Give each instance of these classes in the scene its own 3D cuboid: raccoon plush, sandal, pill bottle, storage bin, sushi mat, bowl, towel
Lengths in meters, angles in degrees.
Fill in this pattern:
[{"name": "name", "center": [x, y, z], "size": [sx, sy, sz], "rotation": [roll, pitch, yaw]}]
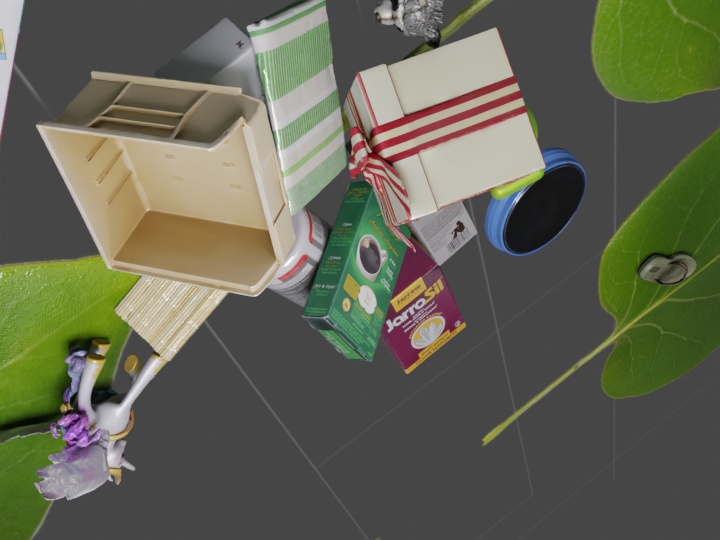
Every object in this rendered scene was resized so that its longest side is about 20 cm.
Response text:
[{"name": "raccoon plush", "center": [0.088, -0.335, 0.879], "size": [0.200, 0.134, 0.097], "rotation": [-44, 142, 2]}, {"name": "sandal", "center": [0.695, 0.007, 1.829], "size": [0.200, 0.057, 0.080], "rotation": [-2, 128, -41]}, {"name": "pill bottle", "center": [-0.066, -0.010, 1.077], "size": [0.114, 0.114, 0.200], "rotation": [-47, 143, 6]}, {"name": "storage bin", "center": [-0.183, -0.084, 0.824], "size": [0.201, 0.197, 0.094], "rotation": [81, 25, -47]}, {"name": "sushi mat", "center": [-0.207, 0.008, 0.996], "size": [0.200, 0.096, 0.012], "rotation": [-49, 179, 8]}, {"name": "bowl", "center": [0.299, -0.111, 1.371], "size": [0.200, 0.039, 0.201], "rotation": [-24, 139, -23]}, {"name": "towel", "center": [-0.063, -0.182, 0.881], "size": [0.153, 0.023, 0.201], "rotation": [-51, 139, -53]}]

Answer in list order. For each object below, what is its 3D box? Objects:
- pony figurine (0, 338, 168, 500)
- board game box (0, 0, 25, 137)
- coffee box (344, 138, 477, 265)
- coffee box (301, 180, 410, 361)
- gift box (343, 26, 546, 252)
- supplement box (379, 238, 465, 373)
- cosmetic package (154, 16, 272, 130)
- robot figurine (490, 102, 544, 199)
[{"name": "pony figurine", "center": [-0.341, 0.191, 1.016], "size": [0.193, 0.166, 0.201], "rotation": [4, 108, -53]}, {"name": "board game box", "center": [-0.369, -0.198, 0.678], "size": [0.152, 0.040, 0.201], "rotation": [-2, 127, -41]}, {"name": "coffee box", "center": [0.073, -0.109, 1.106], "size": [0.080, 0.113, 0.200], "rotation": [-41, 142, -2]}, {"name": "coffee box", "center": [0.000, 0.000, 1.033], "size": [0.123, 0.044, 0.201], "rotation": [48, 52, -47]}, {"name": "gift box", "center": [0.081, -0.136, 0.906], "size": [0.186, 0.201, 0.185], "rotation": [-19, 177, -5]}, {"name": "supplement box", "center": [0.069, 0.048, 1.266], "size": [0.131, 0.103, 0.200], "rotation": [-38, 142, -5]}, {"name": "cosmetic package", "center": [-0.127, -0.165, 0.904], "size": [0.101, 0.071, 0.200], "rotation": [-39, 143, -5]}, {"name": "robot figurine", "center": [0.166, -0.180, 1.093], "size": [0.115, 0.176, 0.200], "rotation": [-30, 174, 31]}]
